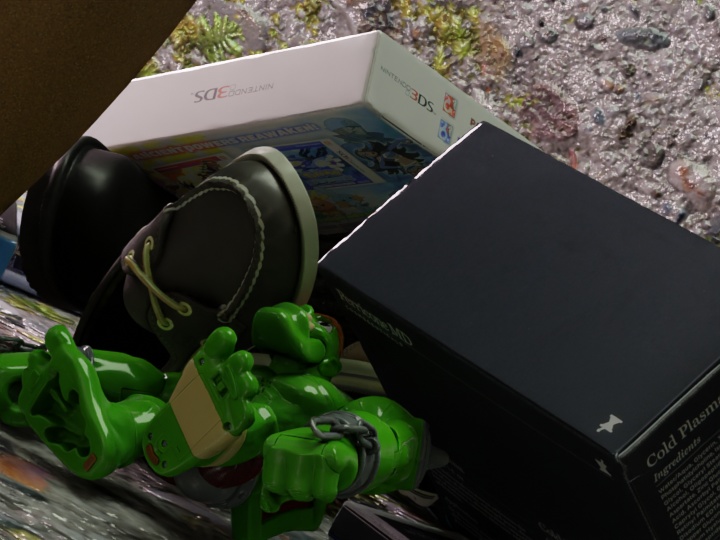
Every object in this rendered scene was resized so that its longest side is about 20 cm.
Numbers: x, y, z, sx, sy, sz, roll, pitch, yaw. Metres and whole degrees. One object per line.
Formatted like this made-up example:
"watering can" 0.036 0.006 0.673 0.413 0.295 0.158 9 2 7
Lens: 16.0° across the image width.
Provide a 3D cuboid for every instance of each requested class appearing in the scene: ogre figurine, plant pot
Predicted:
"ogre figurine" -0.055 0.063 1.043 0.200 0.099 0.120 -15 -15 39
"plant pot" -0.158 -0.131 1.124 0.186 0.200 0.186 26 8 -4

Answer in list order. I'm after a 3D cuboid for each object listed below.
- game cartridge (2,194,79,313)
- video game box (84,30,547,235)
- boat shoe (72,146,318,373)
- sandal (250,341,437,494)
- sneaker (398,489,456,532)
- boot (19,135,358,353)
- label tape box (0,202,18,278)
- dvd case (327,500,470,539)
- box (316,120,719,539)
"game cartridge" -0.165 -0.006 1.464 0.200 0.041 0.133 24 2 -28
"video game box" -0.014 -0.049 1.281 0.200 0.047 0.182 -7 -25 39
"boat shoe" -0.076 0.011 1.121 0.060 0.201 0.072 -19 73 -28
"sandal" 0.012 0.059 1.236 0.200 0.080 0.057 12 49 1
"sneaker" 0.029 0.094 1.338 0.072 0.073 0.200 10 1 -45
"boot" -0.062 -0.002 1.254 0.157 0.080 0.211 6 -16 20
"label tape box" -0.239 -0.033 1.209 0.143 0.066 0.200 26 7 -11
"dvd case" 0.095 0.167 1.119 0.150 0.025 0.200 22 8 -43
"box" 0.105 0.063 1.074 0.200 0.104 0.182 32 -22 45
